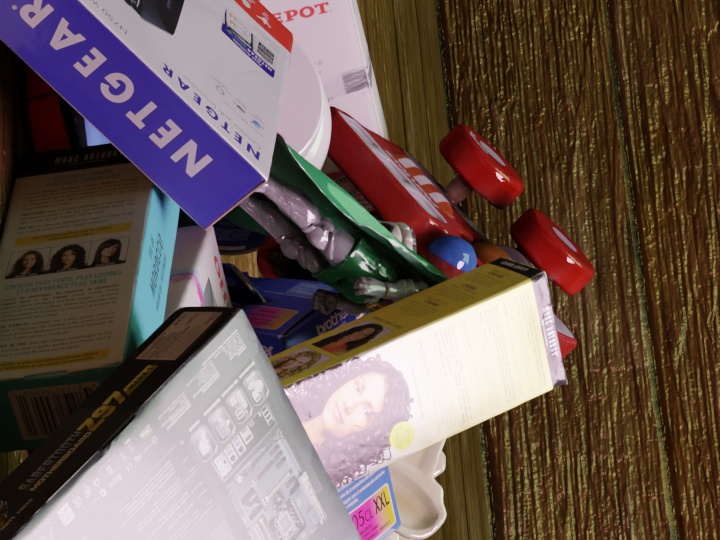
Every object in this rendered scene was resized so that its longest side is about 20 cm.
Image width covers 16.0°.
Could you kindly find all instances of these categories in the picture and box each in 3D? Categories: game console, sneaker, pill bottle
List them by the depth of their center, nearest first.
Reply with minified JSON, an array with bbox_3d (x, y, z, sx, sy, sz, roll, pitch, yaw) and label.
[{"bbox_3d":[-0.161,-0.109,1.532,0.200,0.031,0.178,66,18,-64],"label":"game console"},{"bbox_3d":[-0.079,-0.083,1.621,0.200,0.115,0.116,119,-35,-78],"label":"pill bottle"},{"bbox_3d":[-0.030,-0.006,1.661,0.200,0.085,0.077,166,-73,-69],"label":"sneaker"}]

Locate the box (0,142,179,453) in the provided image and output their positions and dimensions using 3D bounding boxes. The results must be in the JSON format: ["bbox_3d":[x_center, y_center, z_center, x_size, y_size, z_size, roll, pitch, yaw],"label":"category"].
[{"bbox_3d":[-0.146,0.009,1.339,0.200,0.082,0.049,-86,167,-53],"label":"box"}]

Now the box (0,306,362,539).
[{"bbox_3d":[-0.097,0.137,1.225,0.200,0.051,0.158,-46,121,-35],"label":"box"}]

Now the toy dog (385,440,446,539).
[{"bbox_3d":[-0.029,0.121,1.746,0.200,0.193,0.140,138,-33,-64],"label":"toy dog"}]

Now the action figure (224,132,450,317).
[{"bbox_3d":[0.000,0.000,1.512,0.118,0.200,0.055,-17,-138,61],"label":"action figure"}]

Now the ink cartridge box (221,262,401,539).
[{"bbox_3d":[-0.065,0.078,1.597,0.076,0.136,0.201,-33,119,-45],"label":"ink cartridge box"}]

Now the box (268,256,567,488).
[{"bbox_3d":[0.020,0.063,1.457,0.050,0.199,0.076,20,-51,56],"label":"box"}]

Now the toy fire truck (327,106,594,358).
[{"bbox_3d":[0.058,-0.019,1.730,0.200,0.112,0.168,51,13,23],"label":"toy fire truck"}]

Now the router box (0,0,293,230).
[{"bbox_3d":[-0.127,-0.142,1.399,0.200,0.049,0.180,43,24,-20],"label":"router box"}]

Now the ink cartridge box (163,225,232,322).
[{"bbox_3d":[-0.119,0.078,1.442,0.200,0.087,0.146,-81,161,-69],"label":"ink cartridge box"}]

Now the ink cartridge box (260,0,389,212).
[{"bbox_3d":[-0.063,-0.130,1.810,0.083,0.146,0.201,-97,174,-54],"label":"ink cartridge box"}]
